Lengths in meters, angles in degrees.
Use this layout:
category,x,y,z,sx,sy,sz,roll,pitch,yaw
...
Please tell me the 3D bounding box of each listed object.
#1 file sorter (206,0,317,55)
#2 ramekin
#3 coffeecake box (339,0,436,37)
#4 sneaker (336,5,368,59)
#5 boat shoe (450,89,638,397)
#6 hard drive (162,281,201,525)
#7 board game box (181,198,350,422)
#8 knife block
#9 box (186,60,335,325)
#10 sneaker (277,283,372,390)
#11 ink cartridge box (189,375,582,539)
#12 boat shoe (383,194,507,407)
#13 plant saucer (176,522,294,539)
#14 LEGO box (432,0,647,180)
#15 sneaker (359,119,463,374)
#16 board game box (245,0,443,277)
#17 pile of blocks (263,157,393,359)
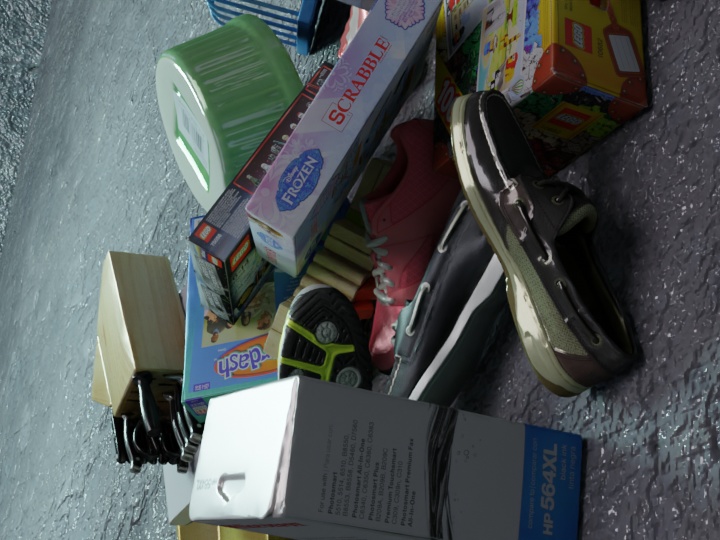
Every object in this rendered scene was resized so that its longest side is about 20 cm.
category,x,y,z,sx,sy,sz,roll,pitch,yaw
file sorter,-0.092,-0.320,1.293,0.200,0.123,0.139,-165,91,-87
ramekin,-0.129,-0.148,1.257,0.200,0.098,0.200,52,154,38
coffeecake box,0.030,-0.277,0.986,0.154,0.200,0.073,-40,42,51
sneaker,0.028,-0.256,1.133,0.087,0.074,0.200,-7,86,51
boat shoe,0.117,-0.025,0.770,0.066,0.072,0.201,-25,78,36
hard drive,-0.160,0.123,1.184,0.132,0.025,0.200,-47,46,47
board game box,-0.079,0.028,1.117,0.045,0.152,0.200,63,-160,-52
knife block,-0.189,0.083,1.153,0.176,0.064,0.200,0,85,60
box,-0.069,-0.063,1.059,0.200,0.040,0.137,-55,-12,-21
sneaker,-0.029,0.102,0.965,0.076,0.075,0.200,-126,28,-65
ink cartridge box,0.014,0.130,0.776,0.146,0.200,0.084,-22,56,60
boat shoe,0.058,0.035,0.880,0.060,0.076,0.200,35,102,22
plant saucer,-0.115,0.207,1.164,0.200,0.048,0.200,-40,50,50
LEGO box,0.121,-0.174,0.878,0.149,0.077,0.200,-38,43,53
sneaker,0.031,-0.022,0.951,0.074,0.087,0.200,28,101,66
board game box,-0.013,-0.100,0.927,0.200,0.041,0.200,-59,-2,-9
pile of blocks,0.000,0.000,1.025,0.200,0.062,0.082,-58,-16,-13
